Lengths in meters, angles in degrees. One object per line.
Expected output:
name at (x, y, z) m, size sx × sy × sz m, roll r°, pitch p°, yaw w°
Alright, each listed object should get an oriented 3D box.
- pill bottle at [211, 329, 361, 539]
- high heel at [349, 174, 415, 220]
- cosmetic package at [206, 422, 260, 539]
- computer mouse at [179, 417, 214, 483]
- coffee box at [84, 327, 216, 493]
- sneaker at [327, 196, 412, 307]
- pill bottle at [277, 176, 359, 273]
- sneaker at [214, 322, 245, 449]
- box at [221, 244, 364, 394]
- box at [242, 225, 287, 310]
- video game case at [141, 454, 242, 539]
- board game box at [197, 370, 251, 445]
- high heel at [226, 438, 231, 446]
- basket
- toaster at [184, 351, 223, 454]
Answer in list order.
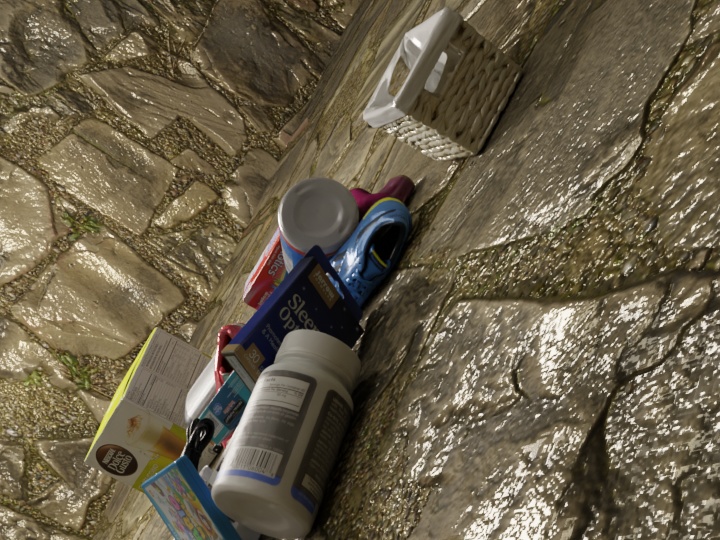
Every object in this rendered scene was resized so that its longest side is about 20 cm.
pill bottle at (-0.073, 0.172, 1.134) m, size 0.114 × 0.113 × 0.202 m, roll -44°, pitch 20°, yaw 55°
high heel at (-0.001, -0.071, 1.502) m, size 0.097 × 0.067 × 0.200 m, roll -55°, pitch 10°, yaw -28°
cosmetic package at (-0.131, 0.245, 1.285) m, size 0.082 × 0.050 × 0.202 m, roll 26°, pitch 86°, yaw 41°
computer mouse at (-0.192, 0.293, 1.371) m, size 0.111 × 0.043 × 0.202 m, roll -79°, pitch -17°, yaw -44°
coffee box at (-0.358, 0.270, 1.936) m, size 0.200 × 0.196 × 0.201 m, roll -53°, pitch 14°, yaw 35°
sneaker at (0.000, 0.000, 1.352) m, size 0.201 × 0.065 × 0.079 m, roll -57°, pitch 16°, yaw 20°
pill bottle at (-0.056, -0.038, 1.483) m, size 0.200 × 0.111 × 0.113 m, roll 89°, pitch -155°, yaw -68°
sneaker at (-0.186, 0.174, 1.521) m, size 0.087 × 0.073 × 0.204 m, roll 43°, pitch -139°, yaw -77°
box at (-0.067, 0.073, 1.254) m, size 0.032 × 0.122 × 0.201 m, roll -9°, pitch 34°, yaw 45°
box at (-0.116, -0.020, 1.830) m, size 0.201 × 0.095 × 0.100 m, roll -58°, pitch 12°, yaw 13°
video game case at (-0.187, 0.288, 1.201) m, size 0.018 × 0.144 × 0.200 m, roll -33°, pitch -3°, yaw -28°
board game box at (-0.120, 0.132, 1.432) m, size 0.200 × 0.047 × 0.151 m, roll -40°, pitch -8°, yaw -48°
high heel at (-0.145, 0.256, 1.399) m, size 0.199 × 0.067 × 0.097 m, roll -34°, pitch 45°, yaw 52°
basket at (0.098, -0.220, 1.301) m, size 0.137 × 0.122 × 0.200 m, roll -61°, pitch 12°, yaw -2°
toaster at (-0.199, 0.192, 1.646) m, size 0.130 × 0.113 × 0.200 m, roll -57°, pitch 10°, yaw 6°
